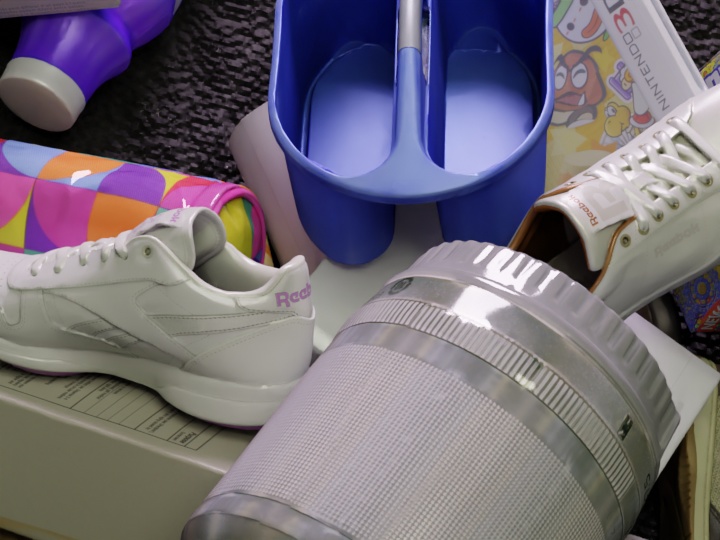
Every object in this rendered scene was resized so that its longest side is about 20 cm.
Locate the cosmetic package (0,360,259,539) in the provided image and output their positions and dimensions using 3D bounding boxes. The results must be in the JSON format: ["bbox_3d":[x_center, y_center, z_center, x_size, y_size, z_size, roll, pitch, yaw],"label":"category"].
[{"bbox_3d":[-0.129,0.084,1.195,0.200,0.071,0.105,18,23,19],"label":"cosmetic package"}]

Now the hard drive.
[{"bbox_3d":[0.070,0.044,1.250,0.200,0.027,0.132,36,58,3],"label":"hard drive"}]

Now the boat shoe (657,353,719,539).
[{"bbox_3d":[0.192,0.137,1.289,0.065,0.073,0.200,6,64,-5],"label":"boat shoe"}]

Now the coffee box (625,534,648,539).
[{"bbox_3d":[0.138,0.244,1.170,0.113,0.080,0.200,36,77,-24],"label":"coffee box"}]

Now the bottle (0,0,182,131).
[{"bbox_3d":[-0.138,-0.168,1.378,0.083,0.065,0.200,26,62,1],"label":"bottle"}]

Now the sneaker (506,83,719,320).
[{"bbox_3d":[0.136,-0.027,1.200,0.200,0.085,0.073,-44,66,-7],"label":"sneaker"}]

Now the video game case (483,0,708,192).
[{"bbox_3d":[0.088,-0.076,1.323,0.023,0.200,0.182,6,53,-55],"label":"video game case"}]

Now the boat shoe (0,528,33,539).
[{"bbox_3d":[-0.157,0.145,1.211,0.200,0.076,0.072,25,63,3],"label":"boat shoe"}]

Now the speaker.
[{"bbox_3d":[0.000,0.000,1.315,0.081,0.081,0.200,-17,68,-19],"label":"speaker"}]

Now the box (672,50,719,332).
[{"bbox_3d":[0.281,-0.069,1.308,0.192,0.200,0.122,-2,62,-36],"label":"box"}]

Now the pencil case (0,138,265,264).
[{"bbox_3d":[-0.149,-0.020,1.257,0.200,0.088,0.089,11,59,23],"label":"pencil case"}]

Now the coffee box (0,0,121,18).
[{"bbox_3d":[-0.241,-0.266,1.298,0.199,0.198,0.200,-4,62,14],"label":"coffee box"}]

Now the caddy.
[{"bbox_3d":[0.027,-0.096,1.236,0.141,0.105,0.200,-1,49,4],"label":"caddy"}]

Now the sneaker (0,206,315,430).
[{"bbox_3d":[-0.110,0.006,1.166,0.200,0.100,0.075,14,23,14],"label":"sneaker"}]

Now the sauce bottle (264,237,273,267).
[{"bbox_3d":[-0.062,0.061,1.280,0.066,0.066,0.200,-9,67,-16],"label":"sauce bottle"}]

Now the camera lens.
[{"bbox_3d":[0.029,0.106,1.091,0.160,0.160,0.200,35,62,7],"label":"camera lens"}]

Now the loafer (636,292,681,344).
[{"bbox_3d":[0.108,-0.030,1.354,0.071,0.073,0.200,-17,68,-20],"label":"loafer"}]
